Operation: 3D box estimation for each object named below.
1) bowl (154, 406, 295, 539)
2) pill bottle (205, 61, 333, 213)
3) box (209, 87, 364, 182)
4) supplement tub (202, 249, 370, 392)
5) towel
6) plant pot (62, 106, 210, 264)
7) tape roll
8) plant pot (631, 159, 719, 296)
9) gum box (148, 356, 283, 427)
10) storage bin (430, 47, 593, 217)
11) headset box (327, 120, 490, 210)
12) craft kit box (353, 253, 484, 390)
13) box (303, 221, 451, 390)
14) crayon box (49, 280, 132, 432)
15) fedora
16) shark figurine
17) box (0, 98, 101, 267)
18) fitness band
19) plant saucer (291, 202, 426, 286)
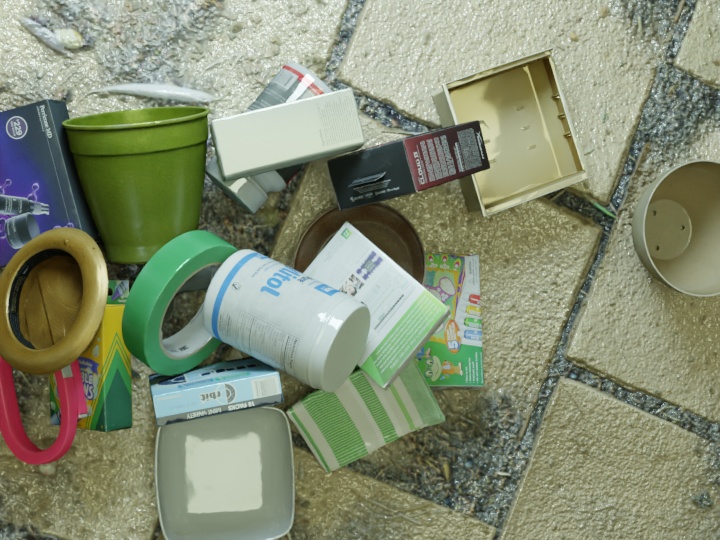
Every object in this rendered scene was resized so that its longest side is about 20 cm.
[{"bbox_3d":[-0.197,0.292,1.640,0.197,0.075,0.203,-3,92,-13],"label":"bowl"},{"bbox_3d":[-0.124,-0.187,1.626,0.114,0.114,0.201,40,84,-10],"label":"pill bottle"},{"bbox_3d":[-0.099,-0.182,1.538,0.197,0.068,0.083,-13,91,-9],"label":"box"},{"bbox_3d":[-0.100,0.066,1.535,0.198,0.132,0.133,23,86,21],"label":"supplement tub"},{"bbox_3d":[0.008,0.207,1.648,0.198,0.024,0.153,-25,125,8],"label":"towel"},{"bbox_3d":[-0.295,-0.116,1.564,0.198,0.200,0.196,-7,104,-12],"label":"plant pot"},{"bbox_3d":[-0.238,0.045,1.563,0.048,0.200,0.202,30,84,26],"label":"tape roll"},{"bbox_3d":[0.497,-0.063,1.750,0.198,0.134,0.203,0,90,-12],"label":"plant pot"},{"bbox_3d":[-0.204,0.162,1.572,0.168,0.200,0.045,-10,94,-11],"label":"gum box"},{"bbox_3d":[0.231,-0.207,1.711,0.196,0.094,0.202,-20,94,-10],"label":"storage bin"},{"bbox_3d":[0.063,-0.147,1.597,0.199,0.148,0.078,-22,99,-47],"label":"headset box"},{"bbox_3d":[0.082,0.075,1.689,0.195,0.049,0.203,0,77,-9],"label":"craft kit box"},{"bbox_3d":[0.008,0.049,1.597,0.200,0.036,0.145,41,89,19],"label":"box"},{"bbox_3d":[-0.375,0.115,1.573,0.051,0.125,0.203,-2,91,-51],"label":"crayon box"},{"bbox_3d":[-0.391,0.047,1.489,0.198,0.082,0.203,-9,66,22],"label":"fedora"},{"bbox_3d":[-0.309,0.053,1.607,0.128,0.089,0.215,41,81,-8],"label":"shark figurine"},{"bbox_3d":[-0.453,-0.118,1.559,0.139,0.079,0.203,-14,94,3],"label":"box"},{"bbox_3d":[-0.443,0.164,1.561,0.142,0.037,0.203,-18,80,30],"label":"fitness band"},{"bbox_3d":[0.000,0.000,1.646,0.198,0.037,0.203,-2,78,11],"label":"plant saucer"}]
